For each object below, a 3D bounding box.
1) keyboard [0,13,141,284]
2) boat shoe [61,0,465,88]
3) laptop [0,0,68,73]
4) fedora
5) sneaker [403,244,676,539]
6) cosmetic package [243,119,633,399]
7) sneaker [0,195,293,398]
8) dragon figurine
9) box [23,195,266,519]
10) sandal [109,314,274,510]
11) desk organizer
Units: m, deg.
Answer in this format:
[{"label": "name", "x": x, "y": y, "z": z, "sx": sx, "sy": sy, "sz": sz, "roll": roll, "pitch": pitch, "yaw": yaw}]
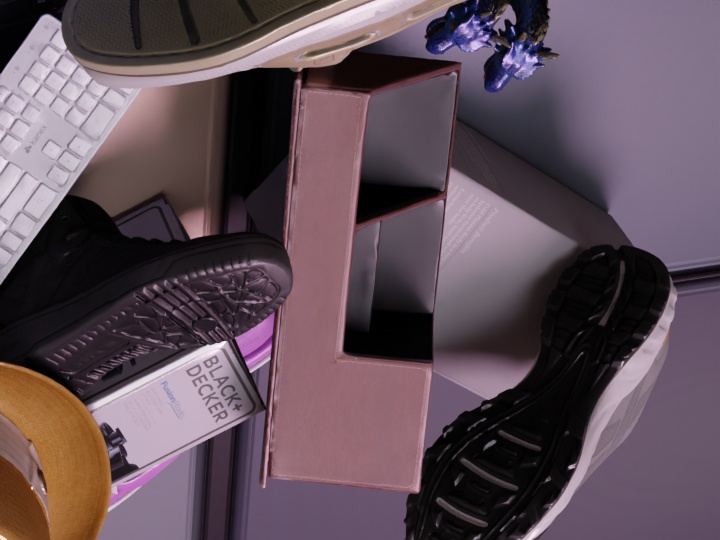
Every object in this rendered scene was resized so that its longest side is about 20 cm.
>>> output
[{"label": "keyboard", "x": -0.178, "y": -0.024, "z": 1.149, "sx": 0.056, "sy": 0.011, "sz": 0.200, "roll": 35, "pitch": 105, "yaw": -11}, {"label": "boat shoe", "x": -0.030, "y": -0.118, "z": 1.099, "sx": 0.199, "sy": 0.075, "sz": 0.068, "roll": -16, "pitch": 153, "yaw": 8}, {"label": "laptop", "x": -0.162, "y": -0.125, "z": 1.093, "sx": 0.176, "sy": 0.103, "sz": 0.201, "roll": -17, "pitch": 131, "yaw": -10}, {"label": "fedora", "x": -0.196, "y": 0.131, "z": 1.139, "sx": 0.200, "sy": 0.082, "sz": 0.201, "roll": -13, "pitch": 135, "yaw": -14}, {"label": "sneaker", "x": 0.097, "y": 0.083, "z": 1.244, "sx": 0.200, "sy": 0.074, "sz": 0.079, "roll": -50, "pitch": 148, "yaw": -21}, {"label": "cosmetic package", "x": 0.053, "y": -0.008, "z": 1.295, "sx": 0.200, "sy": 0.090, "sz": 0.107, "roll": 29, "pitch": 111, "yaw": -41}, {"label": "sneaker", "x": -0.125, "y": -0.001, "z": 1.174, "sx": 0.199, "sy": 0.105, "sz": 0.060, "roll": -24, "pitch": 140, "yaw": 20}, {"label": "dragon figurine", "x": 0.107, "y": -0.169, "z": 1.176, "sx": 0.200, "sy": 0.100, "sz": 0.059, "roll": -40, "pitch": 132, "yaw": 4}, {"label": "box", "x": -0.158, "y": 0.059, "z": 1.233, "sx": 0.199, "sy": 0.117, "sz": 0.060, "roll": -28, "pitch": 134, "yaw": -2}, {"label": "sandal", "x": -0.108, "y": 0.073, "z": 1.310, "sx": 0.203, "sy": 0.050, "sz": 0.082, "roll": -46, "pitch": 130, "yaw": 15}, {"label": "desk organizer", "x": 0.000, "y": 0.000, "z": 1.178, "sx": 0.077, "sy": 0.072, "sz": 0.201, "roll": 5, "pitch": 110, "yaw": 0}]
